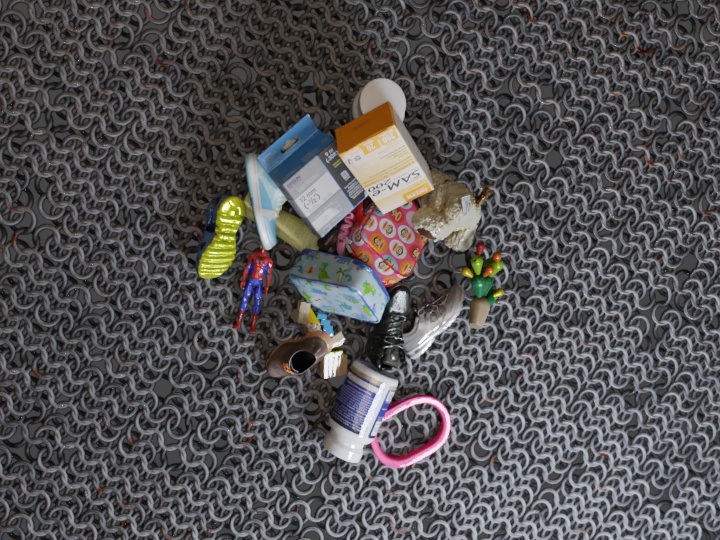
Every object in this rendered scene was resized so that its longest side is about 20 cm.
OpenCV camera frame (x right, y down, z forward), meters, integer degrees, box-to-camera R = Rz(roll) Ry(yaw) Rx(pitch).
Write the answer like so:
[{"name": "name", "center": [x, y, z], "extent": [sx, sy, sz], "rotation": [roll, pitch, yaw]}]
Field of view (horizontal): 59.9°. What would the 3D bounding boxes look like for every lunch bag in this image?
[{"name": "lunch bag", "center": [-0.044, 0.036, 1.322], "extent": [0.084, 0.196, 0.162], "rotation": [-62, 142, -24]}, {"name": "lunch bag", "center": [0.057, -0.086, 1.352], "extent": [0.176, 0.082, 0.201], "rotation": [44, 50, -12]}]

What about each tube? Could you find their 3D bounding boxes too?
[{"name": "tube", "center": [-0.174, -0.102, 1.385], "extent": [0.197, 0.052, 0.059], "rotation": [29, 116, -11]}]

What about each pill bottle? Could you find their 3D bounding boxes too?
[{"name": "pill bottle", "center": [-0.003, 0.312, 1.392], "extent": [0.114, 0.116, 0.204], "rotation": [25, 89, -8]}, {"name": "pill bottle", "center": [0.032, -0.325, 1.318], "extent": [0.111, 0.200, 0.117], "rotation": [0, 88, -8]}]

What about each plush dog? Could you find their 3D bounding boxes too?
[{"name": "plush dog", "center": [0.179, -0.156, 1.354], "extent": [0.172, 0.198, 0.162], "rotation": [47, 110, 33]}]

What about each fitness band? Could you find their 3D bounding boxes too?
[{"name": "fitness band", "center": [0.115, 0.370, 1.450], "extent": [0.196, 0.037, 0.146], "rotation": [-26, 96, -4]}]

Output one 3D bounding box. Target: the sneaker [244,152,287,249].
[{"name": "sneaker", "center": [-0.169, -0.153, 1.318], "extent": [0.127, 0.079, 0.206], "rotation": [-10, 98, -10]}]

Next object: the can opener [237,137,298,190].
[{"name": "can opener", "center": [-0.181, -0.250, 1.365], "extent": [0.199, 0.067, 0.054], "rotation": [-38, 96, -4]}]

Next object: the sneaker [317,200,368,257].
[{"name": "sneaker", "center": [-0.043, -0.128, 1.387], "extent": [0.093, 0.079, 0.205], "rotation": [9, 73, 27]}]

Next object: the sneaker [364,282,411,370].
[{"name": "sneaker", "center": [0.074, 0.133, 1.359], "extent": [0.075, 0.115, 0.203], "rotation": [12, 111, -26]}]

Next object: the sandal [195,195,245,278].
[{"name": "sandal", "center": [-0.310, -0.079, 1.357], "extent": [0.078, 0.087, 0.204], "rotation": [11, 110, -42]}]

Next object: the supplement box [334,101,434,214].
[{"name": "supplement box", "center": [0.050, -0.217, 1.237], "extent": [0.124, 0.075, 0.200], "rotation": [-24, 141, 18]}]

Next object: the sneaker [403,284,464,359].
[{"name": "sneaker", "center": [0.160, 0.104, 1.422], "extent": [0.082, 0.075, 0.201], "rotation": [41, 88, -9]}]

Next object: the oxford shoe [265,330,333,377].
[{"name": "oxford shoe", "center": [-0.147, 0.191, 1.346], "extent": [0.198, 0.073, 0.072], "rotation": [-33, 100, 36]}]

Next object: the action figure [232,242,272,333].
[{"name": "action figure", "center": [-0.234, 0.034, 1.384], "extent": [0.064, 0.052, 0.205], "rotation": [13, 89, -4]}]

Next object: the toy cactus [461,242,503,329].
[{"name": "toy cactus", "center": [0.263, 0.043, 1.384], "extent": [0.100, 0.201, 0.169], "rotation": [10, 67, 17]}]

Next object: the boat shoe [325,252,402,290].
[{"name": "boat shoe", "center": [0.000, 0.000, 1.406], "extent": [0.197, 0.073, 0.061], "rotation": [20, 48, 3]}]

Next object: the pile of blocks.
[{"name": "pile of blocks", "center": [-0.089, 0.146, 1.400], "extent": [0.081, 0.062, 0.204], "rotation": [-29, 108, -17]}]

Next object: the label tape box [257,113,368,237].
[{"name": "label tape box", "center": [-0.093, -0.192, 1.272], "extent": [0.143, 0.066, 0.201], "rotation": [-41, 112, -10]}]
